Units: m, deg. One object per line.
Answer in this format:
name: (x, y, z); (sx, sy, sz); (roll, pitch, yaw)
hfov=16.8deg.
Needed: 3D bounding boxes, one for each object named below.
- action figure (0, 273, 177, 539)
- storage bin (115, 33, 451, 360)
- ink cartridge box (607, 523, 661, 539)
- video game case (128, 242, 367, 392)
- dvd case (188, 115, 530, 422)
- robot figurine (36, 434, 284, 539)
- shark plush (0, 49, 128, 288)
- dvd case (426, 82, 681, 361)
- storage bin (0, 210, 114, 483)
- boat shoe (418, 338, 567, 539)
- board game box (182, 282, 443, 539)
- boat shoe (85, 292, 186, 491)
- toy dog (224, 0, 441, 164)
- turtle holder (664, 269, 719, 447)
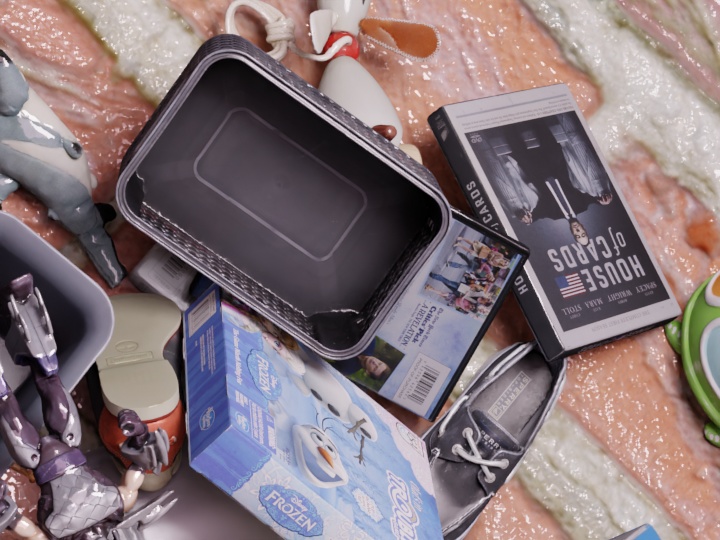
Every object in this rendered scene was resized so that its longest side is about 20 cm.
action figure: (-0.191, 0.106, 1.490); (0.130, 0.069, 0.201); (-24, 84, -26)
storage bin: (-0.052, -0.051, 1.634); (0.200, 0.094, 0.135); (35, 98, -9)
ink cartridge box: (0.198, 0.290, 1.681); (0.085, 0.145, 0.200); (-34, 87, -26)
video game case: (-0.038, -0.007, 1.755); (0.182, 0.022, 0.200); (41, 64, -4)
dvd case: (0.000, 0.000, 1.705); (0.199, 0.018, 0.143); (28, 98, -10)
robot figurine: (-0.130, 0.174, 1.614); (0.199, 0.113, 0.170); (-20, 46, -24)
shark plush: (-0.236, -0.071, 1.700); (0.083, 0.091, 0.200); (-42, 112, -7)
dvd case: (0.144, -0.039, 1.796); (0.150, 0.025, 0.201); (-14, 73, -47)
storage bin: (-0.262, 0.083, 1.582); (0.145, 0.134, 0.200); (39, 66, -5)
boat shoe: (0.084, 0.126, 1.733); (0.072, 0.068, 0.200); (43, 64, -3)
board game box: (-0.029, 0.120, 1.595); (0.043, 0.200, 0.199); (-43, 113, 16)
boat shoe: (-0.147, 0.074, 1.621); (0.071, 0.200, 0.063); (-9, 115, -6)
toy dog: (-0.002, -0.140, 1.747); (0.131, 0.096, 0.201); (-16, 77, -29)
turtle holder: (0.319, 0.074, 1.801); (0.140, 0.132, 0.186); (0, 73, -21)
